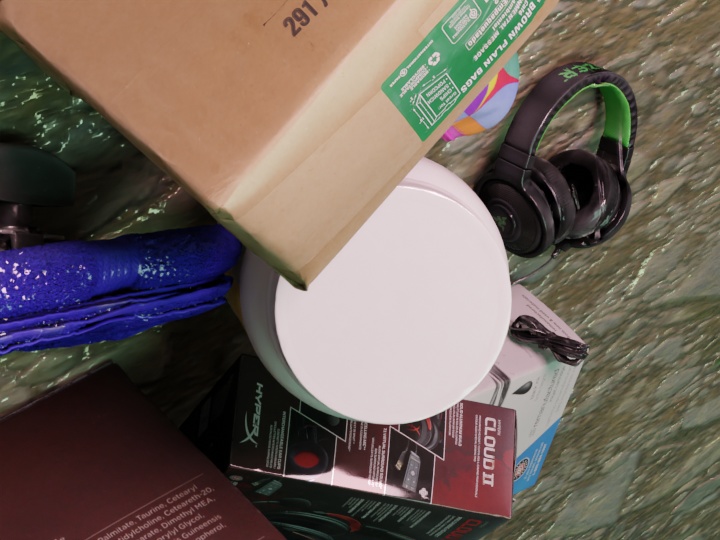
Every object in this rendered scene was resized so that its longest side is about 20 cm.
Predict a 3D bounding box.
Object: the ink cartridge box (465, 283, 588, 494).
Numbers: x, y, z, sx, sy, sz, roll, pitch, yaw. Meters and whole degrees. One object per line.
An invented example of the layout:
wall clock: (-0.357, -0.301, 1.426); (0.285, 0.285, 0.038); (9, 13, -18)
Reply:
ink cartridge box: (0.051, 0.111, 1.430); (0.200, 0.086, 0.147); (-21, 140, -39)

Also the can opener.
can opener: (-0.223, -0.033, 0.967); (0.200, 0.052, 0.067); (2, 90, -54)

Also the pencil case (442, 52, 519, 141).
pencil case: (0.018, -0.135, 1.111); (0.088, 0.088, 0.200); (-52, 149, 6)

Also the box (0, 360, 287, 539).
box: (-0.151, 0.198, 1.157); (0.164, 0.200, 0.166); (-28, 145, -30)

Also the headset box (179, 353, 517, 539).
headset box: (-0.004, 0.126, 1.238); (0.199, 0.075, 0.149); (12, 155, -17)

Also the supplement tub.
supplement tub: (0.000, 0.000, 1.093); (0.145, 0.200, 0.146); (-2, 101, -10)

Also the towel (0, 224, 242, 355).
towel: (-0.173, 0.024, 1.012); (0.200, 0.050, 0.147); (-9, 171, -45)

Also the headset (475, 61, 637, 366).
headset: (0.142, -0.040, 1.365); (0.123, 0.094, 0.201); (-9, 120, -47)

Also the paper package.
paper package: (-0.038, -0.127, 0.942); (0.200, 0.191, 0.103); (-49, 150, -1)
